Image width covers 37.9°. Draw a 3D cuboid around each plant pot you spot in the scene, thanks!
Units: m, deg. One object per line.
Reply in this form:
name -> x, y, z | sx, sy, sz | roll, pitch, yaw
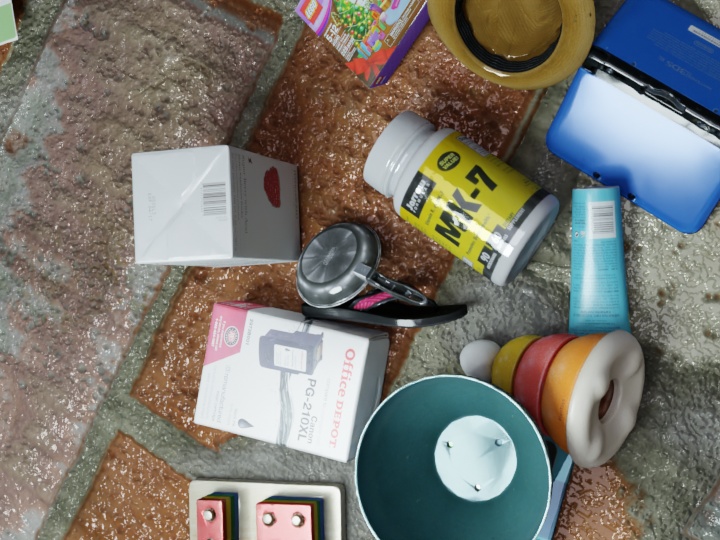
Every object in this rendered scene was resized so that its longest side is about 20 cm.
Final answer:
plant pot -> 0.107, 0.205, 1.090 | 0.198, 0.135, 0.203 | -1, 88, 17

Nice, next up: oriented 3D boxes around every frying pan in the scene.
frying pan -> -0.014, 0.011, 1.188 | 0.115, 0.031, 0.190 | -40, 43, 3

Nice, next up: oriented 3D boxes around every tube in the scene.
tube -> 0.259, 0.010, 1.142 | 0.077, 0.050, 0.203 | 1, 96, 30

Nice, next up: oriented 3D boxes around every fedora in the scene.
fedora -> 0.167, -0.289, 1.114 | 0.199, 0.202, 0.082 | 19, 54, 17

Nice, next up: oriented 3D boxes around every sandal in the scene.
sandal -> 0.024, 0.035, 1.199 | 0.198, 0.075, 0.046 | 4, 99, 20

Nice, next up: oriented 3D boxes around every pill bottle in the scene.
pill bottle -> 0.108, -0.083, 1.154 | 0.199, 0.114, 0.115 | 35, 100, 15

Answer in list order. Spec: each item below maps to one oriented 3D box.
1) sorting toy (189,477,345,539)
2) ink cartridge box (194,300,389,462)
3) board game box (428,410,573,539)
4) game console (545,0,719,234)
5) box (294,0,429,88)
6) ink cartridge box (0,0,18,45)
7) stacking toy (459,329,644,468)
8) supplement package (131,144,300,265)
sorting toy -> -0.120, 0.357, 1.245 | 0.198, 0.070, 0.202 | -1, 89, 17
ink cartridge box -> -0.079, 0.126, 1.226 | 0.198, 0.084, 0.147 | 11, 93, 18
board game box -> 0.131, 0.233, 1.178 | 0.198, 0.047, 0.153 | 16, 95, 17
game console -> 0.331, -0.173, 1.134 | 0.199, 0.119, 0.171 | 34, 68, 14
box -> 0.023, -0.327, 1.182 | 0.137, 0.039, 0.200 | 47, 127, 14
ink cartridge box -> -0.516, -0.378, 1.390 | 0.144, 0.048, 0.202 | -14, 86, 17
stacking toy -> 0.192, 0.113, 1.130 | 0.199, 0.145, 0.148 | 18, 95, 38
supplement package -> -0.157, -0.068, 1.192 | 0.118, 0.200, 0.123 | -3, 89, 18
